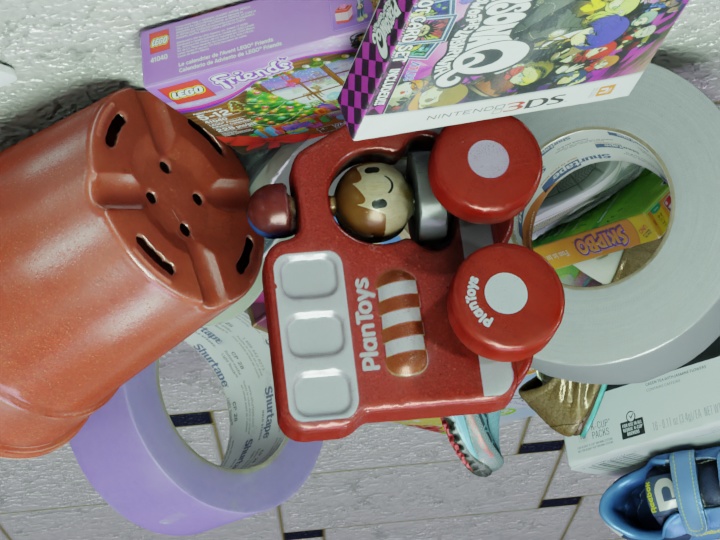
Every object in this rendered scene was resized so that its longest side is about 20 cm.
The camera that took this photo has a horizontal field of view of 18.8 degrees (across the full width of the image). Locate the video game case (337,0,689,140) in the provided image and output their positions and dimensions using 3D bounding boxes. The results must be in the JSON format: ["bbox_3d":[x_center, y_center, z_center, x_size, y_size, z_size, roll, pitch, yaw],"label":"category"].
[{"bbox_3d":[0.095,-0.146,1.170,0.181,0.036,0.200,-11,156,-21],"label":"video game case"}]

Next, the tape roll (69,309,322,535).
[{"bbox_3d":[-0.128,0.099,1.687,0.199,0.201,0.085,10,157,-40],"label":"tape roll"}]

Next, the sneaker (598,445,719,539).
[{"bbox_3d":[0.256,0.161,1.564,0.082,0.074,0.200,10,155,-37],"label":"sneaker"}]

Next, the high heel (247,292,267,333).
[{"bbox_3d":[-0.089,-0.011,1.620,0.096,0.068,0.200,-40,148,23],"label":"high heel"}]

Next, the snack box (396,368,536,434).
[{"bbox_3d":[0.112,0.088,1.948,0.200,0.068,0.168,-21,156,35],"label":"snack box"}]

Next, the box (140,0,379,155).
[{"bbox_3d":[-0.011,-0.125,1.285,0.199,0.039,0.137,-13,161,20],"label":"box"}]

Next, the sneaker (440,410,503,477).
[{"bbox_3d":[0.096,0.052,1.613,0.095,0.201,0.079,-9,160,5],"label":"sneaker"}]

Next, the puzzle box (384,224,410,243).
[{"bbox_3d":[0.000,0.000,1.517,0.133,0.025,0.200,-21,119,40],"label":"puzzle box"}]

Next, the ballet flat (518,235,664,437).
[{"bbox_3d":[0.171,0.024,1.555,0.072,0.200,0.068,27,-160,2],"label":"ballet flat"}]

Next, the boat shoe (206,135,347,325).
[{"bbox_3d":[-0.067,-0.052,1.433,0.070,0.072,0.201,10,130,-45],"label":"boat shoe"}]

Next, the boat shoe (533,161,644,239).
[{"bbox_3d":[0.103,-0.048,1.517,0.202,0.075,0.065,-27,156,29],"label":"boat shoe"}]

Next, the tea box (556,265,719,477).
[{"bbox_3d":[0.255,0.037,1.619,0.200,0.198,0.133,-22,157,39],"label":"tea box"}]

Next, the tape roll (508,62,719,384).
[{"bbox_3d":[0.151,-0.031,1.369,0.199,0.201,0.066,-11,162,15],"label":"tape roll"}]

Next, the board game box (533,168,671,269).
[{"bbox_3d":[0.162,-0.037,1.527,0.096,0.030,0.200,-42,-163,-35],"label":"board game box"}]

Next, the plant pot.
[{"bbox_3d":[-0.178,-0.008,1.377,0.195,0.201,0.200,-28,153,34],"label":"plant pot"}]

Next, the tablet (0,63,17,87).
[{"bbox_3d":[-0.319,-0.102,1.302,0.199,0.014,0.130,-17,160,32],"label":"tablet"}]

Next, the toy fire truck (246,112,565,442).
[{"bbox_3d":[0.021,-0.005,1.275,0.167,0.201,0.112,-5,162,-10],"label":"toy fire truck"}]
